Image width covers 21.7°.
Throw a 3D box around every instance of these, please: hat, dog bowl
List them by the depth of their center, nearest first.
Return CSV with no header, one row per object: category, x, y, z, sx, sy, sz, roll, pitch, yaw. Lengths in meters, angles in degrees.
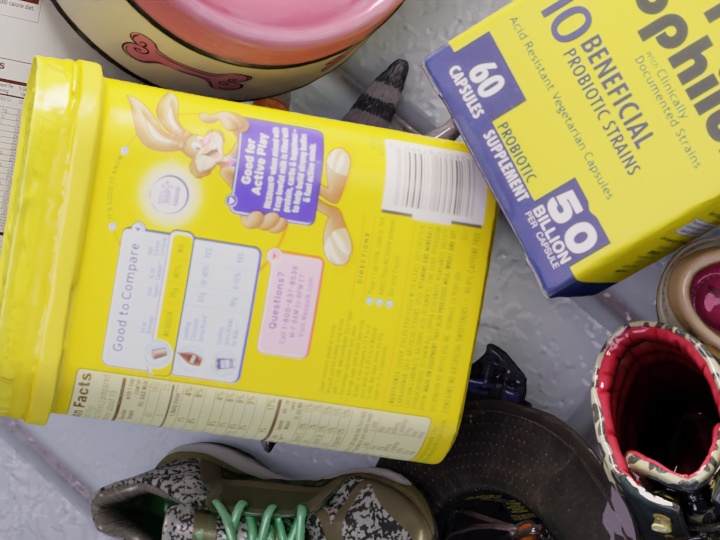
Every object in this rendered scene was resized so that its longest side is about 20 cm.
dog bowl,-0.047,-0.175,0.804,0.198,0.074,0.203,0,91,-26
hat,0.081,0.160,0.862,0.199,0.080,0.203,-3,86,44

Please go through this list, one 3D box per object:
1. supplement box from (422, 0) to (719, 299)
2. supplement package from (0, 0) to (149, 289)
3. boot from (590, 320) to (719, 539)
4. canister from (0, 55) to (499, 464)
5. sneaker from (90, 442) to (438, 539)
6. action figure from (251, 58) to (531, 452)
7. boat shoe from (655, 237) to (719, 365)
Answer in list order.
supplement box,0.143,-0.084,0.755,0.199,0.109,0.110,-31,81,14
supplement package,-0.195,-0.087,0.890,0.190,0.146,0.202,14,95,53
boot,0.151,0.130,0.755,0.073,0.154,0.205,-21,56,15
canister,-0.051,0.000,0.794,0.198,0.087,0.150,9,95,-14
sneaker,-0.051,0.128,0.879,0.199,0.088,0.078,2,92,41
action figure,0.000,0.000,0.904,0.198,0.105,0.195,21,103,3
boat shoe,0.213,0.041,0.754,0.198,0.069,0.075,19,91,10
